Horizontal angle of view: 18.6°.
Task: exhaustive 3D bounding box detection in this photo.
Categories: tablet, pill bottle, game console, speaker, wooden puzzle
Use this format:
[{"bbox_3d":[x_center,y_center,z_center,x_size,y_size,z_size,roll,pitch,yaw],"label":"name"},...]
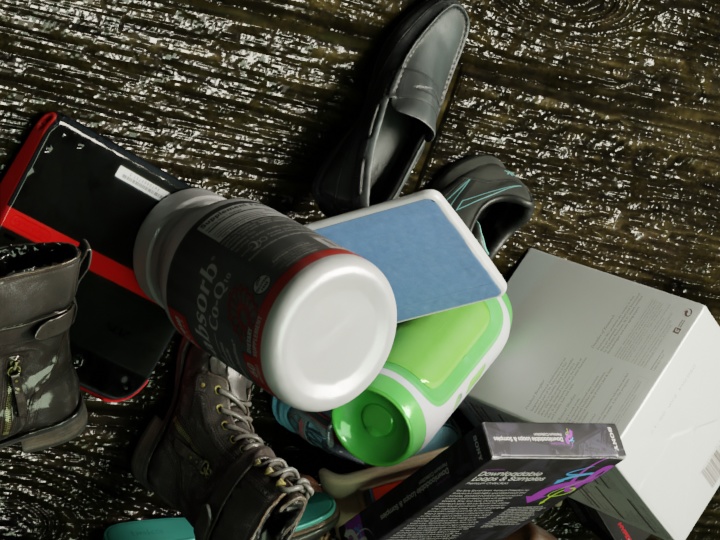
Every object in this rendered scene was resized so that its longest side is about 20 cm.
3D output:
[{"bbox_3d":[0.000,0.000,1.708,0.199,0.014,0.130,-15,135,26],"label":"tablet"},{"bbox_3d":[-0.074,0.015,1.597,0.115,0.199,0.117,-16,118,-33],"label":"pill bottle"},{"bbox_3d":[-0.203,-0.005,1.641,0.199,0.031,0.178,29,89,-43],"label":"game console"},{"bbox_3d":[0.051,0.075,1.773,0.200,0.088,0.089,-46,141,-51],"label":"speaker"},{"bbox_3d":[0.071,0.187,1.828,0.198,0.038,0.185,-11,157,0],"label":"wooden puzzle"}]

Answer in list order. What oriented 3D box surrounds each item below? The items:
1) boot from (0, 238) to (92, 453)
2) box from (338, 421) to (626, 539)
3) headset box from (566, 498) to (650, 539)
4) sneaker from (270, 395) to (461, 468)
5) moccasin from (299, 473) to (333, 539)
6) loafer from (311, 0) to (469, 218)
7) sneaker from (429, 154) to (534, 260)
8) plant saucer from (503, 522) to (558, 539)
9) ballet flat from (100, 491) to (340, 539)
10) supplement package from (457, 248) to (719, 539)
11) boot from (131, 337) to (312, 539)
[{"bbox_3d":[-0.280,0.061,1.557,0.198,0.069,0.175,-19,134,-19],"label":"boot"},{"bbox_3d":[0.094,0.175,1.738,0.142,0.036,0.200,3,151,-38],"label":"box"},{"bbox_3d":[0.267,0.140,2.028,0.200,0.075,0.149,-42,130,-11],"label":"headset box"},{"bbox_3d":[0.017,0.141,1.830,0.199,0.095,0.080,17,103,-41],"label":"sneaker"},{"bbox_3d":[-0.054,0.266,1.853,0.073,0.078,0.203,-6,114,-33],"label":"moccasin"},{"bbox_3d":[0.036,-0.122,1.712,0.068,0.070,0.202,38,77,-41],"label":"loafer"},{"bbox_3d":[0.054,-0.020,1.785,0.200,0.079,0.076,-39,131,-12],"label":"sneaker"},{"bbox_3d":[0.082,0.252,1.875,0.199,0.200,0.037,-21,106,-27],"label":"plant saucer"},{"bbox_3d":[-0.113,0.225,1.777,0.198,0.068,0.069,-7,118,-8],"label":"ballet flat"},{"bbox_3d":[0.206,0.104,1.865,0.152,0.199,0.151,-54,133,-15],"label":"supplement package"},{"bbox_3d":[-0.087,0.132,1.685,0.069,0.174,0.201,17,103,-40],"label":"boot"}]
